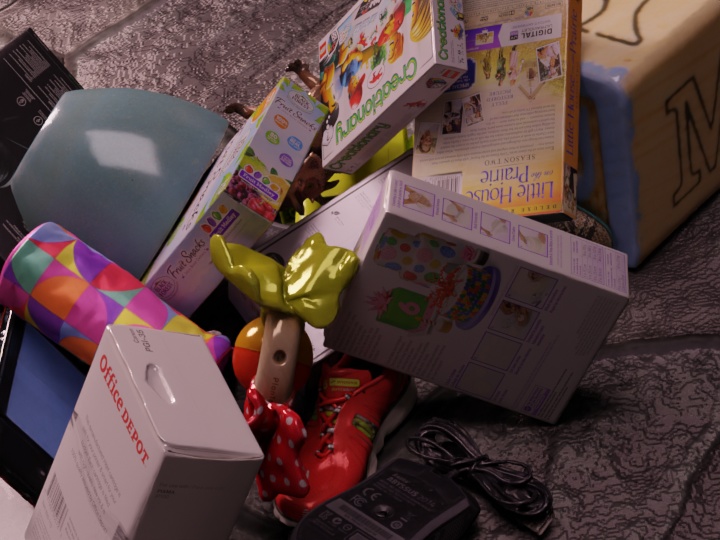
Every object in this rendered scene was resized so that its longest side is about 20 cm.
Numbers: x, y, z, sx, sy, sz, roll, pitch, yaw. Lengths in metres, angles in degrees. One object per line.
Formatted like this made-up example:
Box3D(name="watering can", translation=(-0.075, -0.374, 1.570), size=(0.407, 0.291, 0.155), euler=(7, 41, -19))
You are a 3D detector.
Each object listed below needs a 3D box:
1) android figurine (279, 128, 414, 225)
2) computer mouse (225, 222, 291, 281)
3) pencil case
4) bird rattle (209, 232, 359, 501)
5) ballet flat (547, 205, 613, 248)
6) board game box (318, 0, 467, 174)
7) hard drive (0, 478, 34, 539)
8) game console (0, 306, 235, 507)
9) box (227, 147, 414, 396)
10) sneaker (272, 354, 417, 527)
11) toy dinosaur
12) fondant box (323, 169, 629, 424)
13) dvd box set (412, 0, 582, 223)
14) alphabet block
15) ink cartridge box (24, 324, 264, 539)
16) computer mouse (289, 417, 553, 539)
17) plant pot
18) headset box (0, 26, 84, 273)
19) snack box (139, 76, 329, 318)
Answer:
Box3D(name="android figurine", translation=(-0.015, -0.099, 1.722), size=(0.180, 0.041, 0.201), euler=(-9, 42, 6))
Box3D(name="computer mouse", translation=(-0.089, -0.008, 1.621), size=(0.198, 0.044, 0.110), euler=(18, 61, 25))
Box3D(name="pencil case", translation=(-0.193, 0.043, 1.460), size=(0.199, 0.089, 0.089), euler=(33, 49, 5))
Box3D(name="bird rattle", translation=(-0.059, 0.073, 1.388), size=(0.111, 0.203, 0.163), euler=(1, -3, -3))
Box3D(name="ballet flat", translation=(0.121, -0.046, 1.587), size=(0.199, 0.068, 0.075), euler=(32, 49, 29))
Box3D(name="board game box", translation=(0.024, -0.180, 1.540), size=(0.034, 0.200, 0.128), euler=(10, 63, -26))
Box3D(name="hard drive", translation=(-0.336, 0.235, 1.400), size=(0.199, 0.033, 0.139), euler=(-27, 40, -19))
Box3D(name="game console", translation=(-0.200, 0.103, 1.466), size=(0.118, 0.173, 0.201), euler=(-29, 33, 21))
Box3D(name="box", translation=(0.000, 0.000, 1.534), size=(0.199, 0.060, 0.117), euler=(-34, 71, -18))
Box3D(name="sneaker", translation=(-0.019, 0.115, 1.422), size=(0.076, 0.086, 0.201), euler=(6, 41, 22))
Box3D(name="toy dinosaur", translation=(-0.033, -0.115, 1.653), size=(0.199, 0.086, 0.137), euler=(-15, 73, -37))
Box3D(name="fondant box", translation=(0.088, 0.023, 1.400), size=(0.198, 0.145, 0.059), euler=(18, 39, -10))
Box3D(name="dvd box set", translation=(0.111, -0.133, 1.491), size=(0.145, 0.029, 0.202), euler=(-7, 73, 34))
Box3D(name="alphabet block", translation=(0.219, -0.158, 1.610), size=(0.194, 0.198, 0.200), euler=(26, 51, 36))
Box3D(name="ink cartridge box", translation=(-0.156, 0.162, 1.296), size=(0.082, 0.201, 0.147), euler=(8, 31, -32))
Box3D(name="computer mouse", translation=(0.034, 0.192, 1.348), size=(0.199, 0.053, 0.138), euler=(-25, 40, -33))
Box3D(name="plant pot", translation=(-0.220, -0.079, 1.575), size=(0.134, 0.200, 0.201), euler=(32, 42, -9))
Box3D(name="headset box", translation=(-0.327, -0.090, 1.679), size=(0.200, 0.174, 0.093), euler=(-47, 8, -36))
Box3D(name="snack box", translation=(-0.112, -0.048, 1.499), size=(0.053, 0.200, 0.143), euler=(33, 47, -12))
